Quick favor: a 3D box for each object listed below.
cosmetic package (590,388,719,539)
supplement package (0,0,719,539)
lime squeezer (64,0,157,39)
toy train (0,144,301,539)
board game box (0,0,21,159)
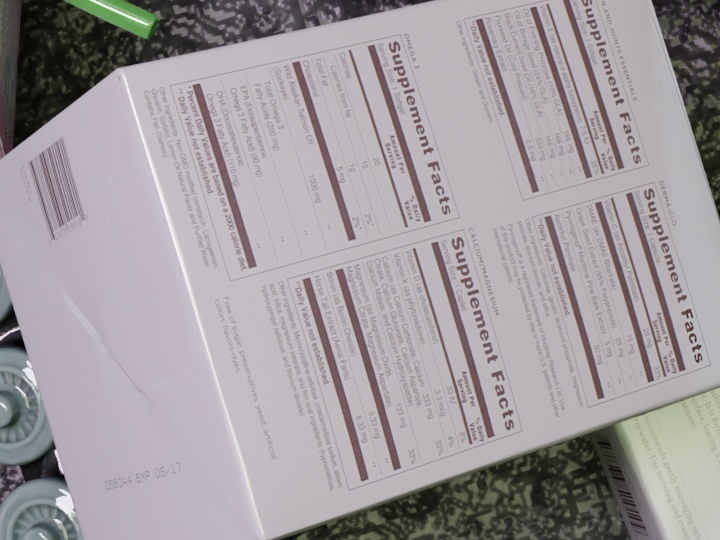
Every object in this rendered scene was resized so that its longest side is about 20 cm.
[{"bbox_3d":[0.194,0.045,0.848,0.199,0.081,0.113,-22,88,-4],"label":"cosmetic package"},{"bbox_3d":[0.000,0.000,0.733,0.199,0.152,0.151,-16,87,-29],"label":"supplement package"},{"bbox_3d":[-0.152,-0.146,0.794,0.200,0.070,0.038,54,129,28],"label":"lime squeezer"},{"bbox_3d":[-0.095,0.039,0.824,0.113,0.085,0.201,-18,90,18],"label":"toy train"},{"bbox_3d":[-0.230,-0.119,0.815,0.199,0.043,0.200,-2,58,-2],"label":"board game box"}]
